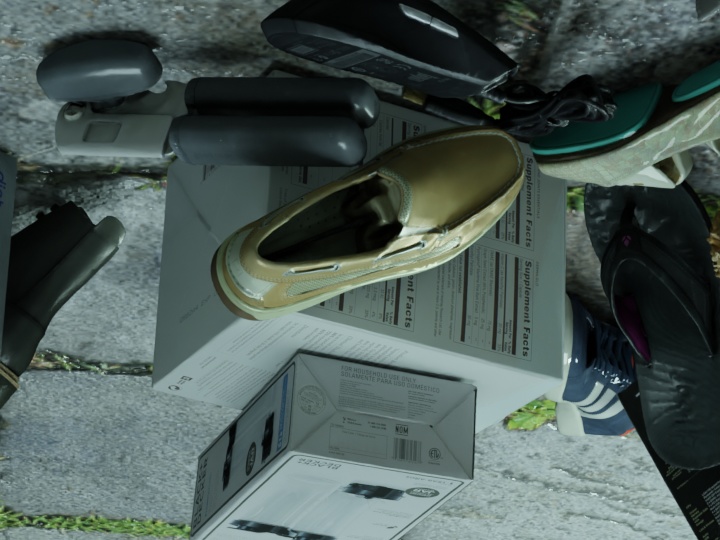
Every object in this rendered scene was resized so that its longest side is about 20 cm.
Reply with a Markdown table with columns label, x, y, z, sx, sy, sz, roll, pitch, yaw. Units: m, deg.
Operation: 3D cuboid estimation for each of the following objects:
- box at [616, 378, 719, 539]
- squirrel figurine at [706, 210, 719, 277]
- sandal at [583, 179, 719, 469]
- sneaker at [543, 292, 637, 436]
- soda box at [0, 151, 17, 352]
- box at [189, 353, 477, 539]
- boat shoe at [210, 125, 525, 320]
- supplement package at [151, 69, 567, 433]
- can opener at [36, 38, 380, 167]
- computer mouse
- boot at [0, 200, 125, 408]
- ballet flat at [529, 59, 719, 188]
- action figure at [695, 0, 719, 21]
| label | x | y | z | sx | sy | sz | roll | pitch | yaw |
| --- | --- | --- | --- | --- | --- | --- | --- | --- | --- |
| box | 0.284 | 0.089 | 1.747 | 0.200 | 0.164 | 0.086 | -41 | 143 | 17 |
| squirrel figurine | 0.296 | -0.005 | 1.605 | 0.199 | 0.188 | 0.142 | -1 | 155 | 7 |
| sandal | 0.183 | 0.025 | 1.695 | 0.075 | 0.202 | 0.048 | -13 | -170 | 25 |
| sneaker | 0.167 | 0.061 | 1.895 | 0.084 | 0.075 | 0.200 | 0 | 165 | 10 |
| soda box | -0.254 | 0.018 | 1.679 | 0.063 | 0.201 | 0.068 | -23 | 144 | 40 |
| box | -0.019 | 0.118 | 1.686 | 0.116 | 0.061 | 0.200 | 10 | 156 | -16 |
| boat shoe | 0.016 | -0.032 | 1.549 | 0.199 | 0.072 | 0.076 | -29 | 172 | -26 |
| supplement package | 0.000 | 0.000 | 1.680 | 0.199 | 0.152 | 0.152 | 15 | 153 | -24 |
| can opener | -0.090 | -0.093 | 1.575 | 0.199 | 0.054 | 0.067 | 2 | 146 | 27 |
| computer mouse | 0.035 | -0.120 | 1.561 | 0.199 | 0.046 | 0.140 | 14 | 173 | -15 |
| boot | -0.228 | 0.003 | 1.804 | 0.077 | 0.138 | 0.200 | 45 | 173 | -35 |
| ballet flat | 0.183 | -0.077 | 1.591 | 0.199 | 0.068 | 0.063 | -21 | 111 | 39 |
| action figure | 0.281 | -0.075 | 1.461 | 0.199 | 0.105 | 0.193 | 20 | 168 | 37 |
